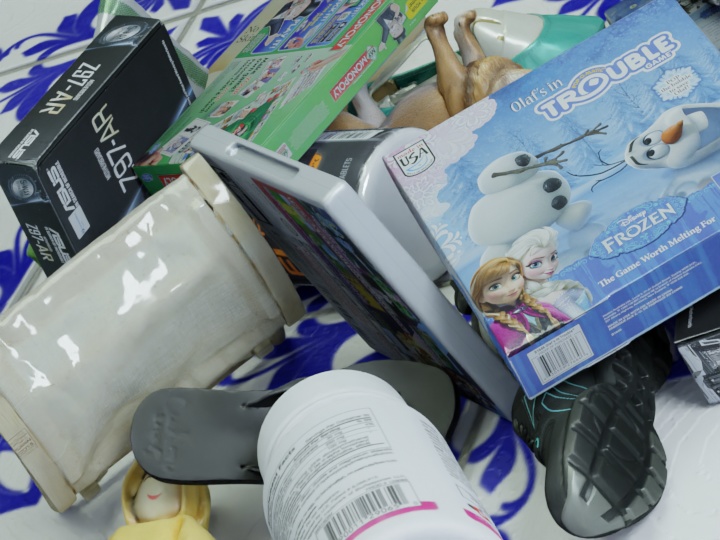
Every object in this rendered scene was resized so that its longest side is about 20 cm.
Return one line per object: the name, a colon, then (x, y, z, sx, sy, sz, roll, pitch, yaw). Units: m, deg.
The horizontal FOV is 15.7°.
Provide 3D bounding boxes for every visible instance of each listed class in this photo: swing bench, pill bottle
swing bench: (-0.148, 0.046, 1.649, 0.199, 0.130, 0.200, -38, 2, -9)
pill bottle: (0.009, 0.140, 1.431, 0.113, 0.114, 0.200, -32, 28, 1)
pill bottle: (-0.030, -0.042, 1.769, 0.199, 0.107, 0.106, 0, 42, 47)

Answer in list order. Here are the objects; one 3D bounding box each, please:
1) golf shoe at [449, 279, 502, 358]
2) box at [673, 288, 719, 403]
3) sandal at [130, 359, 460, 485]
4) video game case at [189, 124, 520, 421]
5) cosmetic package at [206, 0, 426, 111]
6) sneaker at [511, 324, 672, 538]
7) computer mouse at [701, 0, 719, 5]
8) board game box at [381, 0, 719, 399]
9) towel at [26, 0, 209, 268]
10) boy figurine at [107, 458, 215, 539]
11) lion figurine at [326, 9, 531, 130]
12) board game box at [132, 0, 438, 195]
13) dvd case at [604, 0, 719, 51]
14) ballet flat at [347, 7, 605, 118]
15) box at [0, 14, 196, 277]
golf shoe: (0.148, -0.021, 1.574, 0.200, 0.078, 0.095, -51, 45, 13)
box: (0.263, -0.024, 1.497, 0.157, 0.050, 0.201, -21, 29, 23)
sandal: (-0.038, 0.096, 1.548, 0.198, 0.043, 0.077, -8, 74, 2)
video game case: (0.000, 0.000, 1.570, 0.023, 0.200, 0.182, -47, 30, -10)
cosmetic package: (-0.049, -0.153, 2.000, 0.105, 0.071, 0.200, 0, 42, 46)
sneaker: (0.126, 0.090, 1.455, 0.079, 0.075, 0.200, -33, 18, 28)
computer mouse: (0.260, -0.177, 1.735, 0.058, 0.034, 0.200, -16, 33, -4)
board game box: (0.137, -0.048, 1.482, 0.199, 0.043, 0.199, -30, 41, -1)
towel: (-0.177, -0.081, 1.865, 0.030, 0.149, 0.201, 10, 75, 27)
boy figurine: (-0.130, 0.184, 1.558, 0.124, 0.065, 0.201, -15, 35, 35)
lion figurine: (0.044, -0.103, 1.806, 0.199, 0.123, 0.072, -24, -9, 31)
board game box: (-0.051, -0.127, 1.780, 0.134, 0.029, 0.200, 0, 42, 49)
dvd case: (0.254, -0.172, 1.779, 0.142, 0.018, 0.200, -30, 27, 4)
ballet flat: (0.077, -0.145, 1.860, 0.199, 0.071, 0.068, -27, 30, 9)
box: (-0.162, -0.050, 1.811, 0.043, 0.201, 0.160, 8, 46, 34)
